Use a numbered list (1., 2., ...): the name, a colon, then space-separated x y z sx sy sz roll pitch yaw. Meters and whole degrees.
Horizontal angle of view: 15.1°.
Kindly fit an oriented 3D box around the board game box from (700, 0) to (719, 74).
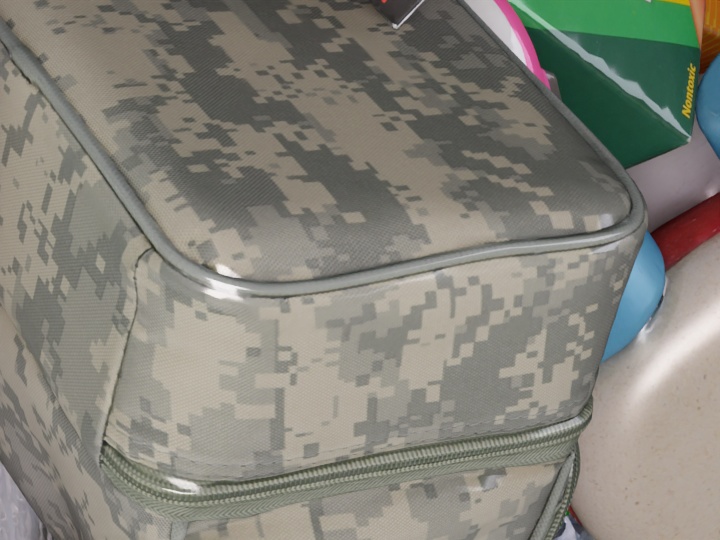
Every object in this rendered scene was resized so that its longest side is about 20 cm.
1. board game box: 0.048 -0.148 1.061 0.199 0.199 0.201 12 64 -56

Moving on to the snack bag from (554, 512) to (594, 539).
1. snack bag: 0.043 0.162 0.989 0.201 0.021 0.189 -60 172 11

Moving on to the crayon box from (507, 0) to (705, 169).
1. crayon box: 0.036 -0.153 0.832 0.172 0.058 0.201 34 51 -33

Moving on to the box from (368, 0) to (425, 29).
1. box: -0.033 -0.162 0.680 0.200 0.040 0.137 44 30 -4

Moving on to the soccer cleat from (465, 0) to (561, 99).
1. soccer cleat: 0.000 0.000 0.790 0.070 0.086 0.201 52 -31 25

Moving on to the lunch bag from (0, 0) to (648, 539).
1. lunch bag: -0.037 0.010 0.682 0.200 0.139 0.169 49 -44 43

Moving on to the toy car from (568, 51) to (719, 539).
1. toy car: 0.121 -0.001 0.938 0.185 0.177 0.200 52 2 -28
